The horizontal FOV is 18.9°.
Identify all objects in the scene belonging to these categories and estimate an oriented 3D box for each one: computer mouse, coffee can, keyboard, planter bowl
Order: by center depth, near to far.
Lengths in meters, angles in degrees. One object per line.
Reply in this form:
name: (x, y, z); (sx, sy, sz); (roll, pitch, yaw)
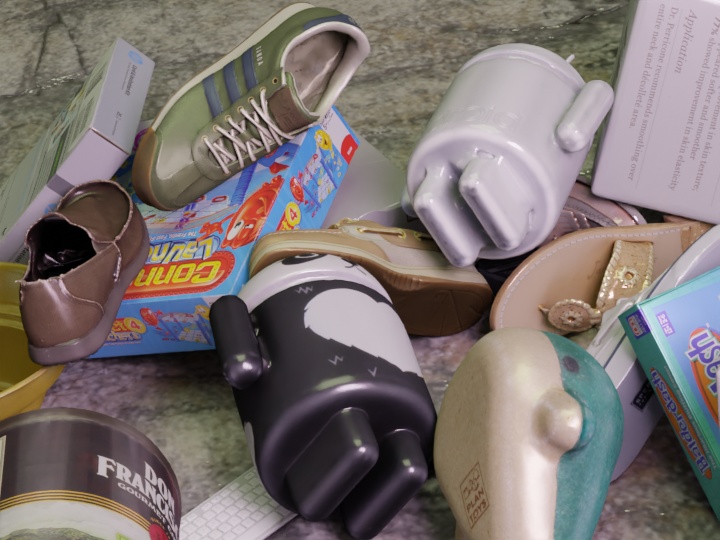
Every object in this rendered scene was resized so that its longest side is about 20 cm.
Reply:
coffee can: (-0.174, 0.195, 1.239); (0.145, 0.147, 0.200); (-9, 31, -1)
keyboard: (-0.059, 0.148, 1.424); (0.056, 0.011, 0.200); (20, 41, 39)
planter bowl: (-0.286, 0.080, 1.522); (0.199, 0.084, 0.201); (-7, 31, 4)
computer mouse: (0.093, -0.002, 1.628); (0.058, 0.034, 0.200); (-14, 23, -27)

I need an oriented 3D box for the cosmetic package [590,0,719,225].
cosmetic package: (0.286, -0.133, 1.592); (0.199, 0.168, 0.166); (14, 22, 3)

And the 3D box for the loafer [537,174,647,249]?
loafer: (0.140, -0.037, 1.644); (0.063, 0.072, 0.200); (-39, 34, -17)

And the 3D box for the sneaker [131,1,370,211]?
sneaker: (-0.073, -0.117, 1.541); (0.200, 0.067, 0.090); (-46, 32, -18)

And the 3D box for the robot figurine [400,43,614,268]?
robot figurine: (0.103, -0.087, 1.545); (0.169, 0.113, 0.200); (-17, 27, 32)

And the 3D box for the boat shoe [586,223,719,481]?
boat shoe: (0.183, 0.045, 1.409); (0.200, 0.074, 0.065); (-49, 37, -7)

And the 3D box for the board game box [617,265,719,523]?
board game box: (0.283, 0.052, 1.353); (0.199, 0.153, 0.045); (-24, -6, -15)

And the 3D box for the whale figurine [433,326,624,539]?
whale figurine: (0.112, 0.131, 1.299); (0.103, 0.159, 0.201); (8, 49, -21)

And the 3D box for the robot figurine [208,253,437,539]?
robot figurine: (-0.019, 0.077, 1.402); (0.124, 0.151, 0.200); (-18, 42, -2)

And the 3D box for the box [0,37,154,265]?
box: (-0.239, -0.068, 1.677); (0.200, 0.041, 0.156); (-47, 19, 24)

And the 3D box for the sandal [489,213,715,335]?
sandal: (0.196, 0.010, 1.531); (0.211, 0.078, 0.070); (-18, 32, -28)

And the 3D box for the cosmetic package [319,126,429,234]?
cosmetic package: (-0.030, -0.048, 1.676); (0.106, 0.091, 0.200); (-19, 35, -17)

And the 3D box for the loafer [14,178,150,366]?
loafer: (-0.193, -0.015, 1.500); (0.073, 0.071, 0.200); (-11, 30, 7)

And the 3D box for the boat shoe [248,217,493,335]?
boat shoe: (0.000, 0.000, 1.533); (0.199, 0.074, 0.067); (12, 37, -37)

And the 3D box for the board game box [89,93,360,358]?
board game box: (-0.124, -0.032, 1.595); (0.199, 0.056, 0.196); (-6, 46, 34)

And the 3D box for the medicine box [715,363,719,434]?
medicine box: (0.301, 0.119, 1.195); (0.181, 0.201, 0.103); (7, 36, 24)
